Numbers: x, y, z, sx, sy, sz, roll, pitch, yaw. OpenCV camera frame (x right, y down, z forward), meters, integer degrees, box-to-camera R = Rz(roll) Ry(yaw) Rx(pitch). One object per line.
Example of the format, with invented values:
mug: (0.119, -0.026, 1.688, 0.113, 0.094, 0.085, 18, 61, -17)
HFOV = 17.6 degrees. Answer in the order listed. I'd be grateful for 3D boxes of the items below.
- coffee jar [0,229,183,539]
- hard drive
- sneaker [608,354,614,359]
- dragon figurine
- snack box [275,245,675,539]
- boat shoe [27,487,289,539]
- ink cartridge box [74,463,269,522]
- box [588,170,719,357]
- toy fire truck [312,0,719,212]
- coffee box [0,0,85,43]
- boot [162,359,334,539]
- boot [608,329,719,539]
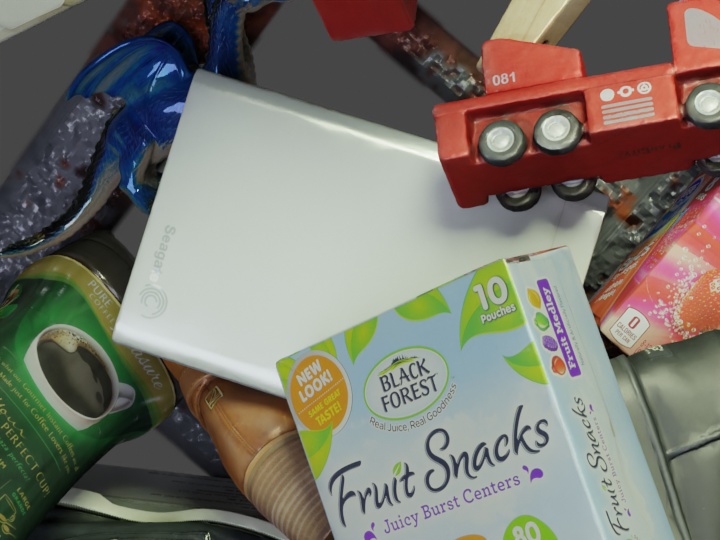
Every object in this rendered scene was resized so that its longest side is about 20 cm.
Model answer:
coffee jar: (-0.169, 0.070, 1.132, 0.105, 0.200, 0.085, 54, 143, -8)
hard drive: (0.000, 0.000, 1.062, 0.199, 0.026, 0.133, 18, 89, 6)
sneaker: (0.071, 0.058, 1.107, 0.200, 0.077, 0.089, 38, 89, 0)
dragon figurine: (-0.102, -0.085, 1.123, 0.199, 0.059, 0.100, -25, 100, 18)
snack box: (0.056, 0.108, 0.973, 0.142, 0.053, 0.201, -25, 81, 39)
boat shoe: (-0.102, 0.156, 1.156, 0.198, 0.066, 0.075, 12, 144, 12)
ink cartridge box: (-0.124, 0.191, 1.249, 0.198, 0.044, 0.175, 5, 111, 14)
box: (0.207, 0.050, 1.055, 0.200, 0.095, 0.100, 42, 93, -2)
toy fire truck: (0.079, -0.101, 1.030, 0.199, 0.142, 0.049, -10, 151, 11)
coffee box: (-0.098, -0.176, 1.008, 0.114, 0.200, 0.080, -21, 103, 23)
boot: (-0.010, 0.094, 1.148, 0.077, 0.199, 0.155, -53, 54, 15)
boot: (0.215, 0.082, 0.982, 0.199, 0.066, 0.166, -20, 95, -3)
